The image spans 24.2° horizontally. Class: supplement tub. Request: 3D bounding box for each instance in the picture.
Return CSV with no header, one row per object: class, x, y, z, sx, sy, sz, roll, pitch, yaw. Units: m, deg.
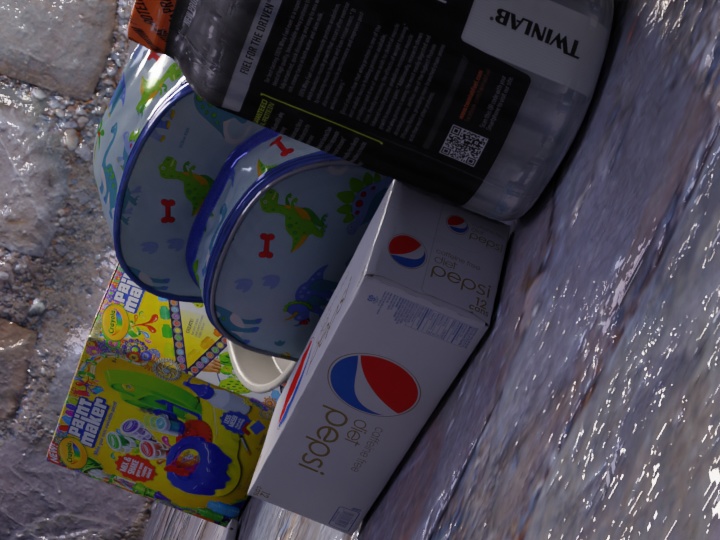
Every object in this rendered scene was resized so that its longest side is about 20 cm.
supplement tub,0.003,-0.112,0.763,0.123,0.199,0.123,-159,90,-83

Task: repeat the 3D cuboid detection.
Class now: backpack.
backpack,-0.039,-0.048,0.928,0.147,0.199,0.184,-108,37,-49

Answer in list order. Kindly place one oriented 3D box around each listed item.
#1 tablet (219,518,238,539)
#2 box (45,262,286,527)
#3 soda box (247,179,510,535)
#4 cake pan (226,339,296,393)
tablet,-0.157,0.337,1.537,0.130,0.014,0.201,-82,15,-67
box,-0.167,0.110,1.557,0.200,0.191,0.122,117,172,-46
soda box,0.006,0.049,0.841,0.200,0.063,0.068,119,171,-48
cake pan,-0.054,0.002,1.364,0.200,0.037,0.202,-35,49,54
